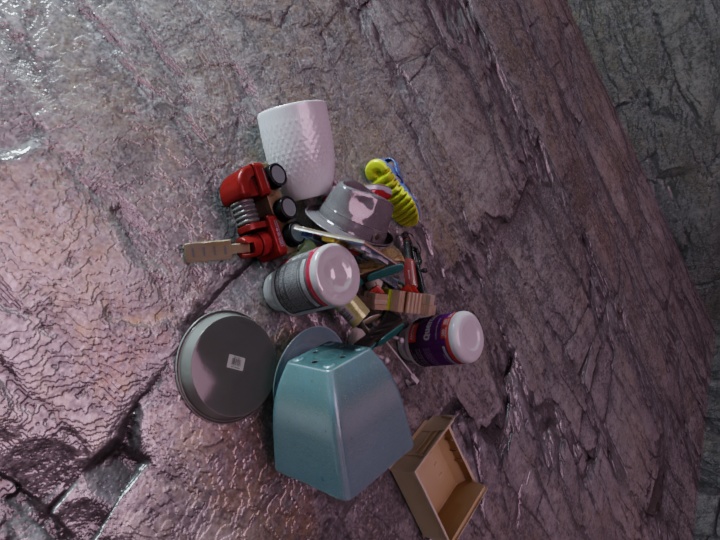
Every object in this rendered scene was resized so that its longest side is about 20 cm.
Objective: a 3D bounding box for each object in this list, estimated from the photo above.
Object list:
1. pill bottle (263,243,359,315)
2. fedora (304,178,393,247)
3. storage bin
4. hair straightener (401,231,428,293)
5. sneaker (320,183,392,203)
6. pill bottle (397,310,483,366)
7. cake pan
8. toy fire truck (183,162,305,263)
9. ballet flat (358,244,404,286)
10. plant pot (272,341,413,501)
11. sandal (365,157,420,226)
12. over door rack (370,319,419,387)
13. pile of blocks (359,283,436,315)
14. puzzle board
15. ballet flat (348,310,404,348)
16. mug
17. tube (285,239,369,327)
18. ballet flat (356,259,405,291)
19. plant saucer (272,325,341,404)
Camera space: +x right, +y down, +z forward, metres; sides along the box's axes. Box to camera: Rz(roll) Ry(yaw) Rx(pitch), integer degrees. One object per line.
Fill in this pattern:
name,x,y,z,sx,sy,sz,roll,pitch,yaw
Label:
pill bottle,-0.100,0.024,0.991,0.109,0.197,0.114,12,71,-39
fedora,-0.005,-0.123,1.051,0.196,0.177,0.092,12,111,-40
storage bin,0.187,0.477,1.216,0.197,0.093,0.204,-36,103,-41
hair straightener,0.130,-0.016,1.285,0.076,0.040,0.204,35,33,-39
sneaker,0.000,-0.137,1.210,0.196,0.071,0.116,-8,81,-35
pill bottle,0.179,0.162,1.213,0.110,0.197,0.116,12,71,-39
cake pan,-0.232,0.171,0.946,0.197,0.036,0.207,12,71,-40
toy fire truck,-0.226,-0.094,0.977,0.198,0.126,0.181,-22,94,-53
ballet flat,0.000,0.000,1.141,0.195,0.071,0.072,-23,95,0
plant pot,-0.041,0.244,0.945,0.193,0.193,0.206,-18,105,-46
sandal,0.093,-0.203,1.311,0.203,0.078,0.088,58,35,-21
over door rack,0.054,0.225,1.175,0.148,0.066,0.203,-43,109,-39
pile of blocks,0.085,0.059,1.177,0.195,0.082,0.064,9,91,-26
puzzle board,-0.024,-0.043,1.027,0.199,0.147,0.018,25,80,-66
ballet flat,0.015,0.144,1.110,0.068,0.069,0.199,40,41,15
mug,-0.116,-0.243,1.097,0.200,0.143,0.181,-38,118,-71
tube,-0.064,0.027,1.080,0.200,0.052,0.058,46,62,-2
ballet flat,0.054,0.036,1.222,0.198,0.073,0.076,33,60,-30
plant saucer,-0.106,0.208,1.030,0.198,0.038,0.208,-12,105,-49
